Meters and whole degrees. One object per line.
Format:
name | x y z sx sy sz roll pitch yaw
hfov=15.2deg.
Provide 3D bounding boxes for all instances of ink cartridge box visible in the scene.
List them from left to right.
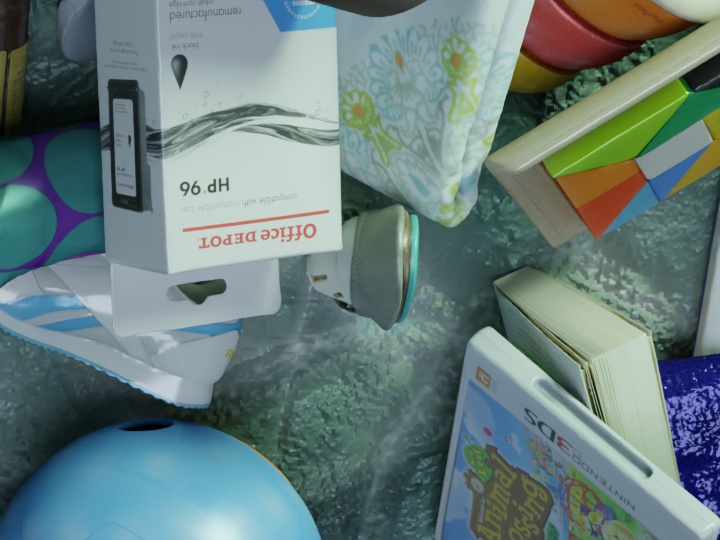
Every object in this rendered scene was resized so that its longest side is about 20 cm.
ink cartridge box | -0.073 -0.065 1.434 0.116 0.068 0.201 -9 102 -35

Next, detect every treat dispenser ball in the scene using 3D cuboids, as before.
treat dispenser ball | -0.118 0.187 1.574 0.200 0.201 0.202 -3 116 -6

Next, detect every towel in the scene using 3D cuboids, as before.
towel | 0.012 -0.147 1.458 0.048 0.171 0.201 -12 125 -47
towel | 0.264 0.113 1.645 0.199 0.050 0.148 -10 117 -3

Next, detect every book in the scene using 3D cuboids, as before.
book | 0.141 0.108 1.610 0.048 0.134 0.201 -24 117 -15

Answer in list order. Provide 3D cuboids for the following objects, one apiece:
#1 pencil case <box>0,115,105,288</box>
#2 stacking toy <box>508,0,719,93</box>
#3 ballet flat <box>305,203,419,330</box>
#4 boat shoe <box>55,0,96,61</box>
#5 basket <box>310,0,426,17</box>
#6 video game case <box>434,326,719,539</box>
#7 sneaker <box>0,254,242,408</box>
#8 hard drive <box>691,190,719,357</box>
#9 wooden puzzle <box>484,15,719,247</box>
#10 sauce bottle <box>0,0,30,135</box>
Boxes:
pencil case | -0.149 -0.038 1.485 0.199 0.085 0.093 -13 102 -31
stacking toy | 0.096 -0.149 1.501 0.146 0.146 0.200 38 122 -22
ballet flat | 0.000 0.000 1.512 0.063 0.200 0.068 4 87 1
boat shoe | -0.129 -0.190 1.450 0.073 0.068 0.200 -17 156 -23
basket | -0.038 -0.211 1.316 0.200 0.136 0.181 23 83 -48
video game case | 0.121 0.152 1.580 0.022 0.182 0.200 -34 151 -29
sneaker | -0.162 0.007 1.560 0.199 0.077 0.081 23 96 -20
hard drive | 0.272 0.032 1.650 0.131 0.025 0.201 2 115 -9
wooden puzzle | 0.170 -0.077 1.502 0.185 0.200 0.037 -32 74 7
sauce bottle | -0.213 -0.124 1.490 0.064 0.065 0.201 5 113 -10
